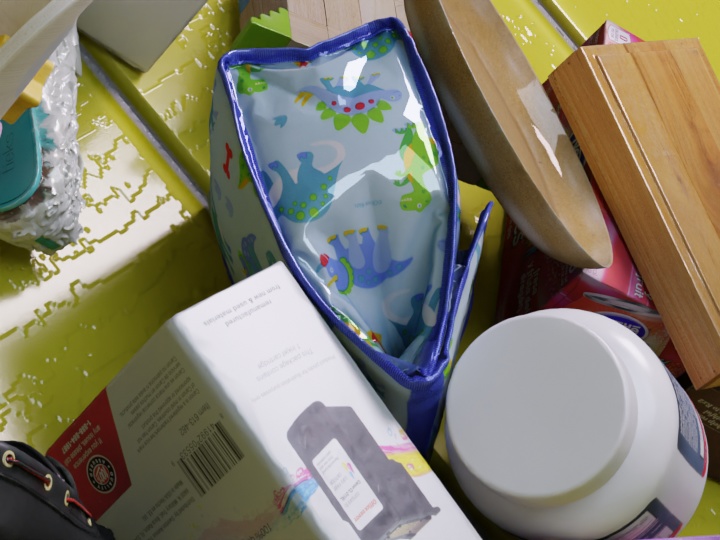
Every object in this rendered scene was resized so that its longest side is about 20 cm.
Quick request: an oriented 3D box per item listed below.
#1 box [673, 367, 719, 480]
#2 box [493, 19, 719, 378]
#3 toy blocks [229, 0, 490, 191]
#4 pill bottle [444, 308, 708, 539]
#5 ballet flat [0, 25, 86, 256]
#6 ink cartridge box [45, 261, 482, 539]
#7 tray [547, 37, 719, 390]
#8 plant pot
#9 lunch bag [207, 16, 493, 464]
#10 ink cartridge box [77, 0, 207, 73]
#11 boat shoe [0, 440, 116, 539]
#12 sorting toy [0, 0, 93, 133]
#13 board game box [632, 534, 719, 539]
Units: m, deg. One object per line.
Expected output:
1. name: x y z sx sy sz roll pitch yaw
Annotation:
1. box: 0.229 0.026 1.578 0.100 0.075 0.200 27 49 -18
2. box: 0.150 -0.032 1.544 0.100 0.095 0.200 26 48 -19
3. toy blocks: 0.007 -0.134 1.530 0.200 0.100 0.137 19 39 -25
4. pill bottle: 0.108 0.084 1.350 0.120 0.119 0.200 64 7 18
5. ballet flat: -0.174 -0.093 1.390 0.072 0.072 0.200 14 55 -28
6. ink cartridge box: -0.040 0.122 1.266 0.083 0.146 0.200 -28 79 -44
7. tray: 0.189 -0.036 1.482 0.099 0.037 0.200 -8 68 -40
8. plant pot: 0.074 -0.084 1.397 0.200 0.027 0.200 56 15 -23
9. lunch bag: 0.000 0.000 1.347 0.127 0.170 0.200 -13 67 -8
10. ink cartridge box: -0.087 -0.229 1.478 0.085 0.146 0.200 36 46 -10
11. boat shoe: -0.150 0.109 1.182 0.074 0.201 0.063 6 80 15
12. sorting toy: -0.188 -0.111 1.273 0.107 0.180 0.200 39 26 -27
13. board game box: 0.106 0.171 1.353 0.200 0.120 0.032 2 66 -35
